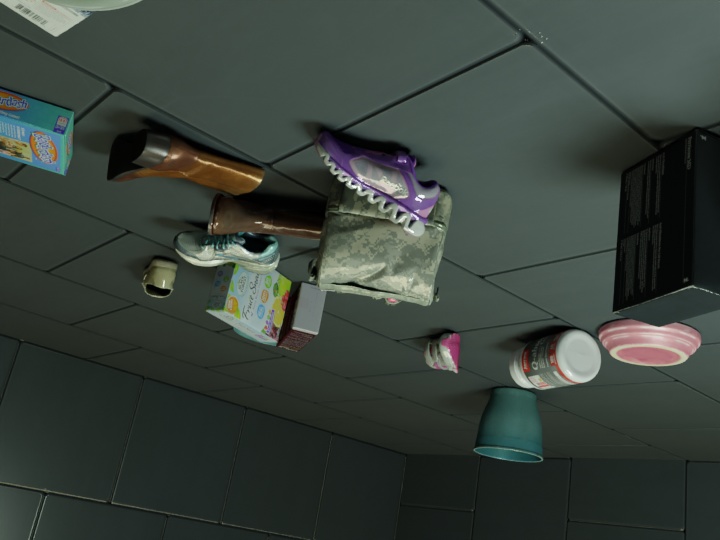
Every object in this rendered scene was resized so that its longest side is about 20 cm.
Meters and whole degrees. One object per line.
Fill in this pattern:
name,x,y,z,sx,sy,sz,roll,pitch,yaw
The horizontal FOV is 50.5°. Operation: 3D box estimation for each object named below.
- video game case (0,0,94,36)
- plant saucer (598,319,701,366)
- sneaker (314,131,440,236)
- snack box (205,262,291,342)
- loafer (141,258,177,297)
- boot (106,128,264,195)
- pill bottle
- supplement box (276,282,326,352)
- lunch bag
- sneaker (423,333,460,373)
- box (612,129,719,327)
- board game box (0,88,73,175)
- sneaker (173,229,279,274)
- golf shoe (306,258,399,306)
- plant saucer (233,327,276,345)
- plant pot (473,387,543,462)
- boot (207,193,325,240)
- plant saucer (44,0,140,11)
video game case,-0.345,-0.330,0.762,0.181,0.036,0.200,-10,152,41
plant saucer,0.598,0.154,1.583,0.200,0.051,0.201,8,159,3
sneaker,0.030,-0.137,1.056,0.200,0.089,0.081,35,-164,-13
snack box,-0.225,0.052,1.570,0.053,0.142,0.200,-1,157,28
loafer,-0.460,0.029,1.727,0.076,0.068,0.200,15,159,-13
boot,-0.277,-0.159,1.190,0.200,0.069,0.188,13,159,-38
pill bottle,0.427,0.204,1.701,0.116,0.116,0.200,18,158,-20
supplement box,-0.136,0.109,1.729,0.061,0.109,0.200,15,158,-12
lunch bag,0.031,-0.039,1.170,0.200,0.168,0.139,10,160,2
sneaker,0.196,0.203,1.860,0.088,0.081,0.200,5,158,9
box,0.387,-0.047,0.931,0.079,0.200,0.141,16,160,-13
board game box,-0.536,-0.218,1.140,0.200,0.045,0.152,17,158,-17
sneaker,-0.246,-0.054,1.425,0.200,0.078,0.086,7,149,-12
golf shoe,0.000,0.000,1.455,0.200,0.077,0.088,13,140,-13
plant saucer,-0.238,0.163,2.039,0.200,0.027,0.200,9,160,3
plant pot,0.443,0.450,2.245,0.200,0.188,0.200,9,159,4
boot,-0.133,-0.077,1.234,0.200,0.064,0.186,12,-166,4
plant saucer,-0.264,-0.306,0.690,0.200,0.050,0.200,-3,147,-2
